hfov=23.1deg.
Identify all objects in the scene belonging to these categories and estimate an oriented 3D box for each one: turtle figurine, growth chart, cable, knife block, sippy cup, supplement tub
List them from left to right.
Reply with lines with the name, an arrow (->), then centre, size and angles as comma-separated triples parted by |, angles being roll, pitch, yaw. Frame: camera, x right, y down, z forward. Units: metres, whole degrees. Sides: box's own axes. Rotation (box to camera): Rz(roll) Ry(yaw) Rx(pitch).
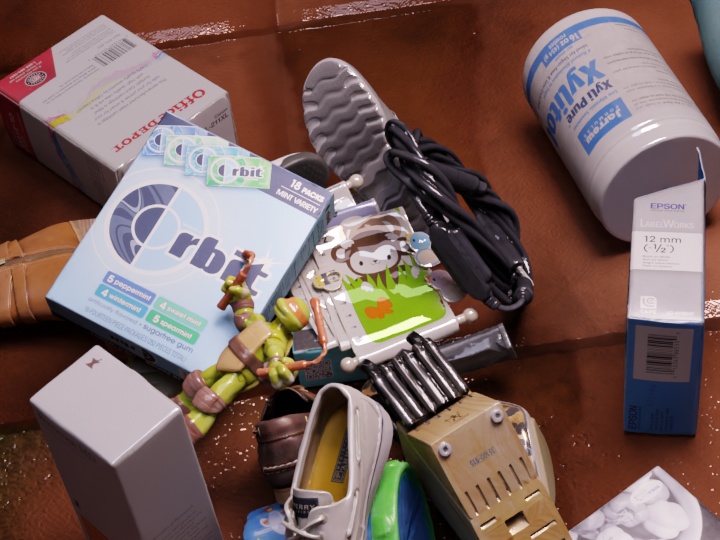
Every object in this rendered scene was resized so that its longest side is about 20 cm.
turtle figurine -> -0.097, 0.068, 1.392 | 0.161, 0.064, 0.200 | -42, 34, 1
sippy cup -> -0.017, 0.221, 1.330 | 0.130, 0.178, 0.140 | -11, 87, 12
growth chart -> 0.000, 0.000, 1.525 | 0.145, 0.018, 0.200 | -29, 58, -13
knife block -> 0.075, 0.147, 1.363 | 0.064, 0.200, 0.176 | -30, 9, -11
cable -> 0.091, -0.056, 1.536 | 0.051, 0.200, 0.163 | -37, 2, 23
supplement tub -> 0.241, -0.137, 1.625 | 0.132, 0.132, 0.200 | -17, 45, -8

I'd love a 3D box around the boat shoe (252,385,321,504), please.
boat shoe -> -0.047, 0.124, 1.388 | 0.070, 0.070, 0.200 | -22, 5, 1

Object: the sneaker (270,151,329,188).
sneaker -> -0.128, -0.065, 1.615 | 0.201, 0.067, 0.108 | -39, 44, 9

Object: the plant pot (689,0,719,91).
plant pot -> 0.414, -0.208, 1.640 | 0.200, 0.200, 0.188 | -4, 61, 4

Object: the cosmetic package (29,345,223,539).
cosmetic package -> -0.173, 0.163, 1.348 | 0.101, 0.200, 0.071 | 32, 59, 33

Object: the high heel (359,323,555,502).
high heel -> 0.077, 0.146, 1.436 | 0.142, 0.071, 0.200 | -21, 50, 7

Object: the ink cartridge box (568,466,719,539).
ink cartridge box -> 0.217, 0.265, 1.305 | 0.198, 0.043, 0.200 | -32, 52, -22

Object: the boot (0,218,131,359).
boot -> -0.274, 0.030, 1.583 | 0.154, 0.074, 0.200 | -13, 34, -6

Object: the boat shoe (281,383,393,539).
boat shoe -> -0.028, 0.175, 1.240 | 0.071, 0.070, 0.200 | 2, 67, 32

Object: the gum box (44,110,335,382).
gum box -> -0.142, -0.014, 1.499 | 0.170, 0.045, 0.200 | 27, 69, 11

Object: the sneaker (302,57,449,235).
sneaker -> 0.016, -0.108, 1.614 | 0.075, 0.200, 0.082 | -28, 12, 22

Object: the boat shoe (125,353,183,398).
boat shoe -> -0.139, 0.053, 1.542 | 0.072, 0.066, 0.201 | 32, 60, 10

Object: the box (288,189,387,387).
box -> -0.024, 0.010, 1.578 | 0.082, 0.049, 0.200 | -8, 46, 1

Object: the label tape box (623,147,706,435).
label tape box -> 0.254, 0.015, 1.468 | 0.066, 0.143, 0.200 | 1, 47, 8

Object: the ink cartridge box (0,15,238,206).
ink cartridge box -> -0.240, -0.149, 1.739 | 0.146, 0.083, 0.200 | -38, 53, -26
